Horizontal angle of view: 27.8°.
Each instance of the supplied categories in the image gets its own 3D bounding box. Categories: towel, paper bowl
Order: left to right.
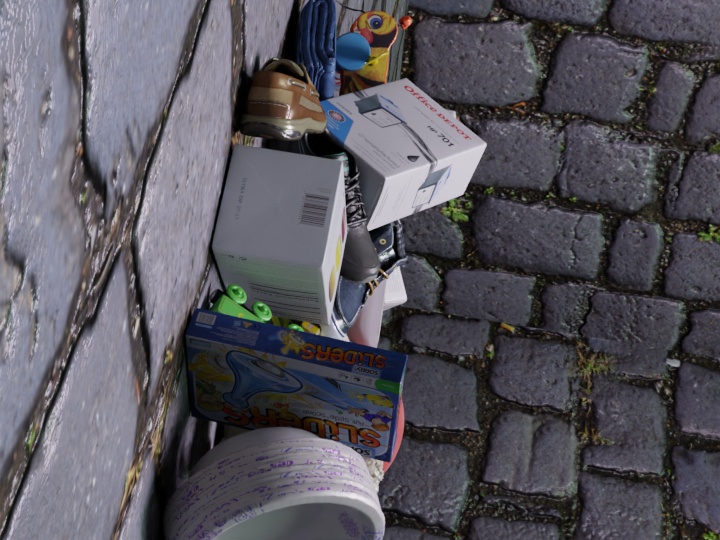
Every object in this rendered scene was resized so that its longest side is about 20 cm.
[{"bbox_3d":[-0.084,0.222,1.345,0.201,0.199,0.105,95,-19,-49],"label":"paper bowl"},{"bbox_3d":[-0.055,-0.234,1.732,0.200,0.048,0.112,95,-3,-63],"label":"towel"}]

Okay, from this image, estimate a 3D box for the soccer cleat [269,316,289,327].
[{"bbox_3d":[-0.108,0.018,1.613,0.084,0.064,0.201,29,74,-46],"label":"soccer cleat"}]

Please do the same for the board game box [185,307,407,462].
[{"bbox_3d":[-0.060,0.108,1.344,0.136,0.199,0.035,94,10,-51],"label":"board game box"}]

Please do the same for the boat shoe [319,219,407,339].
[{"bbox_3d":[0.000,0.000,1.648,0.201,0.090,0.071,-83,152,-55],"label":"boat shoe"}]

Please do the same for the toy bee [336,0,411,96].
[{"bbox_3d":[0.014,-0.279,1.808,0.131,0.108,0.201,-112,-165,-65],"label":"toy bee"}]

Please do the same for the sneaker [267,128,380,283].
[{"bbox_3d":[-0.033,-0.080,1.591,0.075,0.201,0.079,-23,169,-45],"label":"sneaker"}]

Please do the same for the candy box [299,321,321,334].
[{"bbox_3d":[-0.100,0.141,1.615,0.201,0.026,0.102,-59,177,9],"label":"candy box"}]

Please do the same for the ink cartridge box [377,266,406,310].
[{"bbox_3d":[-0.028,-0.033,1.898,0.176,0.045,0.201,-25,-105,50],"label":"ink cartridge box"}]

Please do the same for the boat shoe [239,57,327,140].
[{"bbox_3d":[-0.073,-0.176,1.467,0.200,0.075,0.074,-66,162,-79],"label":"boat shoe"}]

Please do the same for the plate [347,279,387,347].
[{"bbox_3d":[-0.040,-0.018,1.853,0.032,0.199,0.201,-6,111,-41],"label":"plate"}]

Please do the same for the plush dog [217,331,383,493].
[{"bbox_3d":[-0.079,0.142,1.487,0.161,0.199,0.173,53,41,-56],"label":"plush dog"}]

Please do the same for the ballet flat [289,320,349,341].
[{"bbox_3d":[-0.054,0.070,1.693,0.200,0.070,0.071,48,-34,37],"label":"ballet flat"}]

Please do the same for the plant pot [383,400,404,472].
[{"bbox_3d":[-0.060,0.187,1.764,0.177,0.199,0.202,7,92,-75],"label":"plant pot"}]

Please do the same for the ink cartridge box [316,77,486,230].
[{"bbox_3d":[0.028,-0.139,1.706,0.199,0.146,0.086,-24,147,-46],"label":"ink cartridge box"}]

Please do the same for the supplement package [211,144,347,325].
[{"bbox_3d":[-0.076,-0.031,1.461,0.200,0.109,0.115,87,13,-72],"label":"supplement package"}]

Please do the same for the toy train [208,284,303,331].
[{"bbox_3d":[-0.065,0.085,1.404,0.042,0.199,0.057,-47,-165,33],"label":"toy train"}]

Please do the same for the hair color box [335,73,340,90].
[{"bbox_3d":[-0.036,-0.193,2.062,0.099,0.060,0.201,89,10,-68],"label":"hair color box"}]

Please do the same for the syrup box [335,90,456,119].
[{"bbox_3d":[0.021,-0.175,1.908,0.082,0.199,0.079,91,10,-66],"label":"syrup box"}]
